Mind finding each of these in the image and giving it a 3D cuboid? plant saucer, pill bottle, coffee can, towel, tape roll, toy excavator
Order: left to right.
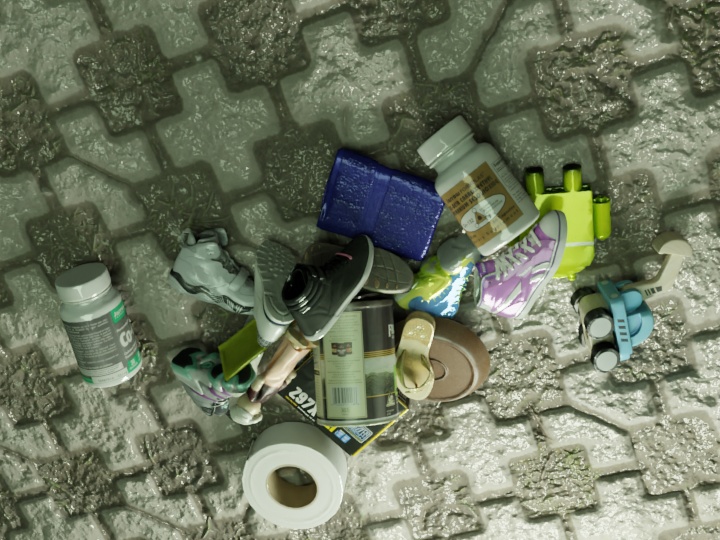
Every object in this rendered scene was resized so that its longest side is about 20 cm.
[{"bbox_3d":[-0.472,0.098,1.764,0.111,0.114,0.203,-7,116,11],"label":"pill bottle"},{"bbox_3d":[-0.163,0.100,1.668,0.199,0.087,0.018,-39,126,14],"label":"towel"},{"bbox_3d":[-0.126,0.393,1.883,0.198,0.071,0.206,3,117,7],"label":"tape roll"},{"bbox_3d":[-0.010,0.152,1.666,0.143,0.146,0.204,-3,90,10],"label":"coffee can"},{"bbox_3d":[0.036,-0.109,1.630,0.197,0.050,0.150,20,121,0],"label":"towel"},{"bbox_3d":[0.129,0.165,1.727,0.196,0.035,0.203,8,133,9],"label":"plant saucer"},{"bbox_3d":[0.181,-0.135,1.541,0.114,0.114,0.201,-36,90,22],"label":"pill bottle"},{"bbox_3d":[0.455,0.047,1.628,0.196,0.100,0.197,-16,115,1],"label":"toy excavator"}]

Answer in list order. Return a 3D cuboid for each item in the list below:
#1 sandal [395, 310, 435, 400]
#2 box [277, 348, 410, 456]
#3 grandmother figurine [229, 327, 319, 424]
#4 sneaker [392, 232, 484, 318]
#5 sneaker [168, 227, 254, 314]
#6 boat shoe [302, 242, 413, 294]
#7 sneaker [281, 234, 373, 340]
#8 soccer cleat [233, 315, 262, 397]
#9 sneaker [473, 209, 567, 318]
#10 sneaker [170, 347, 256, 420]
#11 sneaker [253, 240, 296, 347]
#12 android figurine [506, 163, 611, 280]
[{"bbox_3d":[0.087,0.168,1.671,0.076,0.070,0.214,10,132,8],"label":"sandal"},{"bbox_3d":[-0.032,0.226,1.801,0.200,0.050,0.159,42,116,-13],"label":"box"},{"bbox_3d":[-0.148,0.180,1.635,0.201,0.120,0.061,-50,59,18],"label":"grandmother figurine"},{"bbox_3d":[0.154,0.016,1.665,0.198,0.076,0.105,-31,120,28],"label":"sneaker"},{"bbox_3d":[-0.231,-0.001,1.702,0.196,0.075,0.117,16,117,0],"label":"sneaker"},{"bbox_3d":[0.000,0.000,1.669,0.197,0.073,0.076,15,75,17],"label":"boat shoe"},{"bbox_3d":[-0.052,0.004,1.570,0.070,0.202,0.099,11,150,44],"label":"sneaker"},{"bbox_3d":[-0.209,0.155,1.774,0.068,0.078,0.202,24,117,-4],"label":"soccer cleat"},{"bbox_3d":[0.247,-0.014,1.566,0.112,0.073,0.203,14,116,-20],"label":"sneaker"},{"bbox_3d":[-0.243,0.218,1.760,0.198,0.078,0.142,12,131,41],"label":"sneaker"},{"bbox_3d":[-0.152,0.033,1.644,0.075,0.202,0.081,16,130,-17],"label":"sneaker"},{"bbox_3d":[0.320,-0.073,1.607,0.178,0.041,0.203,-5,114,10],"label":"android figurine"}]
